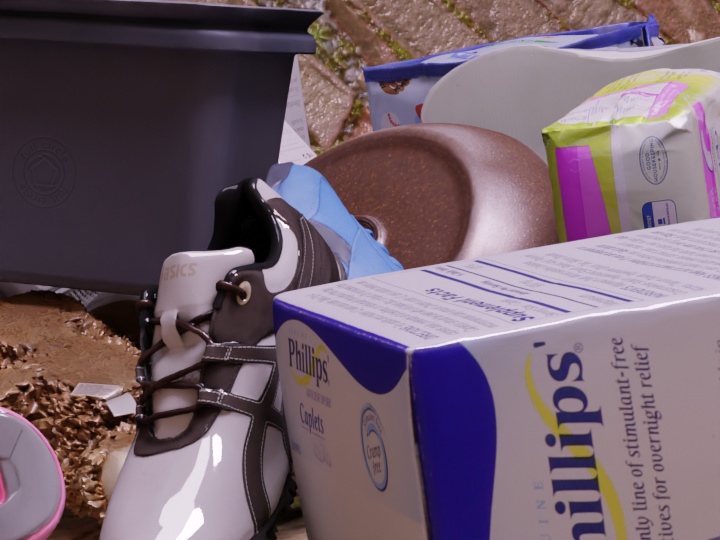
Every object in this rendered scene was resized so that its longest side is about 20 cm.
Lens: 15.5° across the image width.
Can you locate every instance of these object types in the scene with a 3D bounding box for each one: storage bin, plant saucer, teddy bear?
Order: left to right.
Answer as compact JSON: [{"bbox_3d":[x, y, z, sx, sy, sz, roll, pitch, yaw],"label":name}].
[{"bbox_3d":[-0.125,-0.061,1.232,0.200,0.135,0.146,6,6,18],"label":"storage bin"},{"bbox_3d":[-0.109,0.072,1.149,0.200,0.067,0.145,17,31,37],"label":"teddy bear"},{"bbox_3d":[0.000,0.000,1.239,0.200,0.037,0.201,-21,42,20],"label":"plant saucer"}]

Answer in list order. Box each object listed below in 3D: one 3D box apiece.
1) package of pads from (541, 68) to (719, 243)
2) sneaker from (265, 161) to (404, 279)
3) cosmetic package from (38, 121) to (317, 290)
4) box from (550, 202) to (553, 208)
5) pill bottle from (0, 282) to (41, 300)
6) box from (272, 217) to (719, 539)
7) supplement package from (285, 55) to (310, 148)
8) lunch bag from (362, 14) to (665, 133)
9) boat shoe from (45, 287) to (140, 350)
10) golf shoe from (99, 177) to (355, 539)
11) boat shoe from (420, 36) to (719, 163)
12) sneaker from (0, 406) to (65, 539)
[{"bbox_3d":[0.132,-0.007,1.158,0.068,0.155,0.200,-7,6,14],"label":"package of pads"},{"bbox_3d":[0.004,0.022,1.146,0.078,0.066,0.200,-14,42,-1],"label":"sneaker"},{"bbox_3d":[-0.115,-0.015,1.413,0.200,0.083,0.051,-47,-10,24],"label":"cosmetic package"},{"bbox_3d":[0.110,0.003,1.339,0.112,0.102,0.200,-4,8,35],"label":"box"},{"bbox_3d":[-0.229,0.058,1.229,0.114,0.115,0.200,-4,7,32],"label":"pill bottle"},{"bbox_3d":[0.089,0.050,0.926,0.200,0.105,0.184,-9,7,-14],"label":"box"},{"bbox_3d":[-0.098,-0.034,1.495,0.117,0.200,0.117,-5,7,25],"label":"supplement package"},{"bbox_3d":[0.116,-0.055,1.540,0.124,0.170,0.200,2,11,44],"label":"lunch bag"},{"bbox_3d":[-0.133,0.033,1.354,0.200,0.071,0.069,-20,32,53],"label":"boat shoe"},{"bbox_3d":[-0.063,0.046,1.009,0.078,0.095,0.200,-13,32,29],"label":"golf shoe"},{"bbox_3d":[0.132,-0.075,1.304,0.200,0.070,0.071,-5,-10,21],"label":"boat shoe"},{"bbox_3d":[-0.215,0.112,1.021,0.200,0.079,0.095,-10,-16,-18],"label":"sneaker"}]
